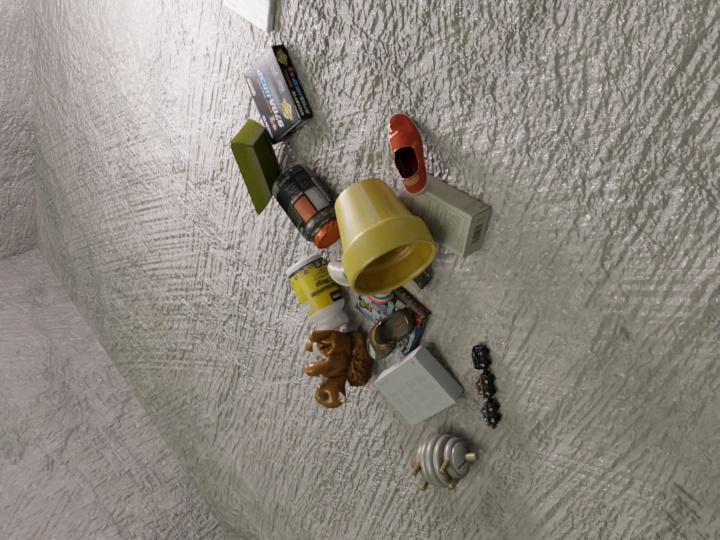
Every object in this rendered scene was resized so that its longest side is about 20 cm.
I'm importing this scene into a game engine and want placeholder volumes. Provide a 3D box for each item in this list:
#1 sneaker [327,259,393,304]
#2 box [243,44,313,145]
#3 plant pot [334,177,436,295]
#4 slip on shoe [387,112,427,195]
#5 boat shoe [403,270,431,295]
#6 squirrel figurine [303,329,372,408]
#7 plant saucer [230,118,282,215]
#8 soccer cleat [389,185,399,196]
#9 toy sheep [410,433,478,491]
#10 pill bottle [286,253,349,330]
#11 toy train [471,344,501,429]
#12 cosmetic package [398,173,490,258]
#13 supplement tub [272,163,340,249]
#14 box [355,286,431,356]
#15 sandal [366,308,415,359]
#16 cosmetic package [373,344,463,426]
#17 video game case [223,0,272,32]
[{"bbox_3d":[0.000,0.000,1.649,0.197,0.070,0.095,29,138,32],"label":"sneaker"},{"bbox_3d":[-0.214,-0.452,1.763,0.158,0.045,0.204,-21,92,51],"label":"box"},{"bbox_3d":[0.036,-0.080,1.447,0.202,0.197,0.192,-55,52,46],"label":"plant pot"},{"bbox_3d":[0.097,-0.256,1.446,0.073,0.061,0.205,-20,62,18],"label":"slip on shoe"},{"bbox_3d":[0.083,-0.035,1.574,0.200,0.059,0.072,48,167,-4],"label":"boat shoe"},{"bbox_3d":[-0.051,0.263,1.802,0.142,0.195,0.192,128,134,-63],"label":"squirrel figurine"},{"bbox_3d":[-0.262,-0.281,1.797,0.047,0.201,0.204,-12,117,15],"label":"plant saucer"},{"bbox_3d":[0.044,-0.113,1.623,0.078,0.068,0.203,43,129,33],"label":"soccer cleat"},{"bbox_3d":[0.204,0.466,1.665,0.197,0.137,0.141,-13,99,40],"label":"toy sheep"},{"bbox_3d":[-0.111,0.067,1.845,0.112,0.111,0.204,-33,83,50],"label":"pill bottle"},{"bbox_3d":[0.283,0.265,1.552,0.045,0.034,0.205,4,110,51],"label":"toy train"},{"bbox_3d":[0.173,-0.124,1.460,0.199,0.072,0.106,36,133,33],"label":"cosmetic package"},{"bbox_3d":[-0.129,-0.162,1.747,0.202,0.121,0.123,53,139,17],"label":"supplement tub"},{"bbox_3d":[0.078,0.099,1.701,0.199,0.039,0.139,42,134,28],"label":"box"},{"bbox_3d":[0.064,0.161,1.672,0.083,0.054,0.200,59,140,9],"label":"sandal"},{"bbox_3d":[0.140,0.288,1.686,0.151,0.052,0.200,45,139,-2],"label":"cosmetic package"},{"bbox_3d":[-0.278,-0.730,1.722,0.199,0.023,0.185,40,134,31],"label":"video game case"}]
